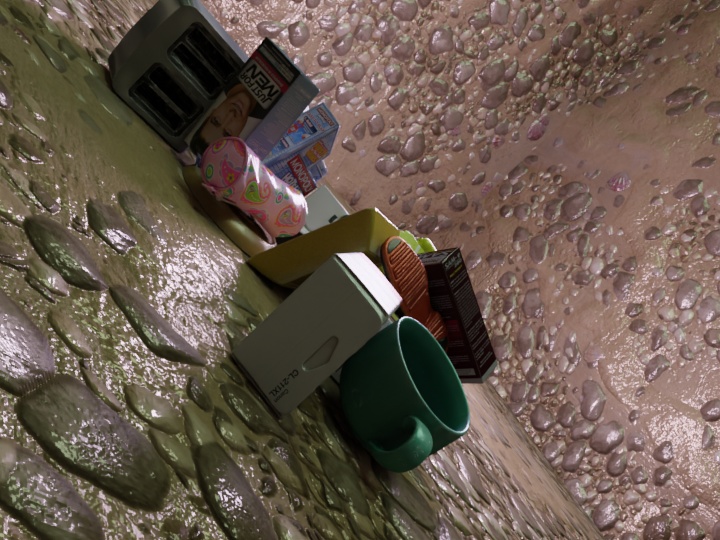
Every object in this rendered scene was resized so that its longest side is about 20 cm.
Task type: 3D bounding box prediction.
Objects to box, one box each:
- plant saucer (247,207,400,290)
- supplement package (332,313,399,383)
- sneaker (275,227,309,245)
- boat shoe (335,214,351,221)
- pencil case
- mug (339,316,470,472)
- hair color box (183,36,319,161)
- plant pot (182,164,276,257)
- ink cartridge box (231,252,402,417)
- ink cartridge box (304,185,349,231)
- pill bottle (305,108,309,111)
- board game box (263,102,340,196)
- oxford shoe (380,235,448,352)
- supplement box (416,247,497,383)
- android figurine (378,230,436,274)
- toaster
[{"bbox_3d":[-0.041,-0.017,1.039,0.200,0.195,0.050,23,46,-74],"label":"plant saucer"},{"bbox_3d":[0.015,0.109,0.968,0.201,0.109,0.114,49,6,-5],"label":"supplement package"},{"bbox_3d":[-0.092,-0.035,1.229,0.201,0.073,0.085,49,9,3],"label":"sneaker"},{"bbox_3d":[0.000,0.000,1.172,0.071,0.061,0.207,1,76,-34],"label":"boat shoe"},{"bbox_3d":[-0.152,-0.115,1.019,0.088,0.087,0.200,52,7,28],"label":"pencil case"},{"bbox_3d":[0.038,0.151,0.823,0.155,0.113,0.184,62,22,14],"label":"mug"},{"bbox_3d":[-0.163,-0.231,1.048,0.099,0.201,0.060,47,12,28],"label":"hair color box"},{"bbox_3d":[-0.191,-0.090,1.074,0.201,0.027,0.200,50,6,-7],"label":"plant pot"},{"bbox_3d":[-0.036,0.058,0.749,0.083,0.145,0.200,48,6,4],"label":"ink cartridge box"},{"bbox_3d":[-0.042,-0.032,1.305,0.201,0.083,0.147,50,-19,15],"label":"ink cartridge box"},{"bbox_3d":[-0.192,-0.271,1.225,0.113,0.195,0.116,-17,89,-81],"label":"pill bottle"},{"bbox_3d":[-0.117,-0.185,1.212,0.062,0.198,0.201,53,-3,22],"label":"board game box"},{"bbox_3d":[0.063,0.044,1.039,0.071,0.071,0.204,1,-60,47],"label":"oxford shoe"},{"bbox_3d":[0.130,0.074,1.098,0.061,0.107,0.205,-36,111,-44],"label":"supplement box"},{"bbox_3d":[0.086,0.017,1.185,0.202,0.041,0.183,55,43,-15],"label":"android figurine"},{"bbox_3d":[-0.275,-0.314,1.081,0.200,0.180,0.119,45,8,-37],"label":"toaster"}]
